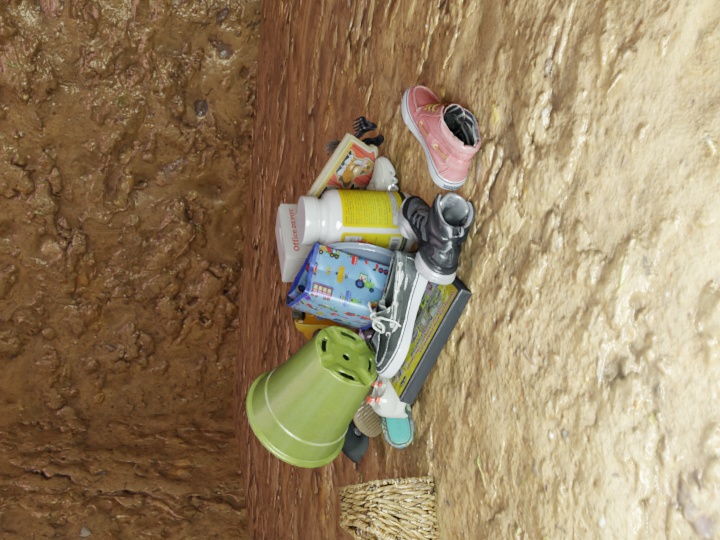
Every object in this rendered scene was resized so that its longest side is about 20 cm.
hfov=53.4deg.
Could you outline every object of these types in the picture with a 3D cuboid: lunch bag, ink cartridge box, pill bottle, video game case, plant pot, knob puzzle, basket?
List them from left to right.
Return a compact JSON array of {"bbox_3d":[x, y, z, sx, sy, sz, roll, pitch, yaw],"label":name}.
[{"bbox_3d":[-0.067,0.201,1.227,0.190,0.199,0.201,-51,38,34],"label":"plant pot"},{"bbox_3d":[-0.069,-0.057,1.467,0.083,0.198,0.148,110,154,-49],"label":"ink cartridge box"},{"bbox_3d":[-0.042,0.052,1.238,0.200,0.149,0.095,131,153,-61],"label":"lunch bag"},{"bbox_3d":[-0.021,-0.149,1.359,0.030,0.219,0.221,37,135,25],"label":"knob puzzle"},{"bbox_3d":[-0.009,-0.086,1.266,0.112,0.198,0.114,-179,90,-73],"label":"pill bottle"},{"bbox_3d":[0.038,0.434,1.211,0.200,0.141,0.151,130,138,-65],"label":"basket"},{"bbox_3d":[0.088,0.079,1.138,0.201,0.025,0.181,-63,25,16],"label":"video game case"}]

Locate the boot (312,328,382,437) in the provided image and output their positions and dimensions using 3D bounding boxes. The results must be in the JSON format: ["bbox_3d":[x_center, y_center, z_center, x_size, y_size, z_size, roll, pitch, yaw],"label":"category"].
[{"bbox_3d":[-0.023,0.221,1.435,0.166,0.072,0.201,39,155,59],"label":"boot"}]

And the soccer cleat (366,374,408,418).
[{"bbox_3d":[0.071,0.156,1.243,0.069,0.077,0.202,-6,66,62],"label":"soccer cleat"}]

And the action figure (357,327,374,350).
[{"bbox_3d":[0.006,0.150,1.460,0.200,0.069,0.131,138,137,-63],"label":"action figure"}]

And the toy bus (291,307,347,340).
[{"bbox_3d":[-0.083,0.094,1.607,0.193,0.134,0.201,97,178,-47],"label":"toy bus"}]

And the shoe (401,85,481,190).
[{"bbox_3d":[0.122,-0.224,1.064,0.091,0.071,0.202,115,145,-52],"label":"shoe"}]

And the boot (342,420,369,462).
[{"bbox_3d":[-0.067,0.302,1.398,0.065,0.201,0.165,-26,18,29],"label":"boot"}]

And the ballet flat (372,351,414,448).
[{"bbox_3d":[0.056,0.221,1.292,0.074,0.073,0.202,126,144,-63],"label":"ballet flat"}]

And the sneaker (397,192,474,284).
[{"bbox_3d":[0.117,-0.079,1.080,0.201,0.075,0.114,-105,31,-50],"label":"sneaker"}]

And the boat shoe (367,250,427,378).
[{"bbox_3d":[0.047,0.067,1.107,0.074,0.067,0.201,-130,56,-65],"label":"boat shoe"}]

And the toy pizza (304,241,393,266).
[{"bbox_3d":[0.000,0.000,1.255,0.201,0.198,0.032,118,163,-57],"label":"toy pizza"}]

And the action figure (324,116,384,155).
[{"bbox_3d":[-0.022,-0.226,1.487,0.200,0.101,0.120,120,135,-56],"label":"action figure"}]

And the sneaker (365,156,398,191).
[{"bbox_3d":[0.025,-0.117,1.365,0.075,0.080,0.202,-137,51,-70],"label":"sneaker"}]
